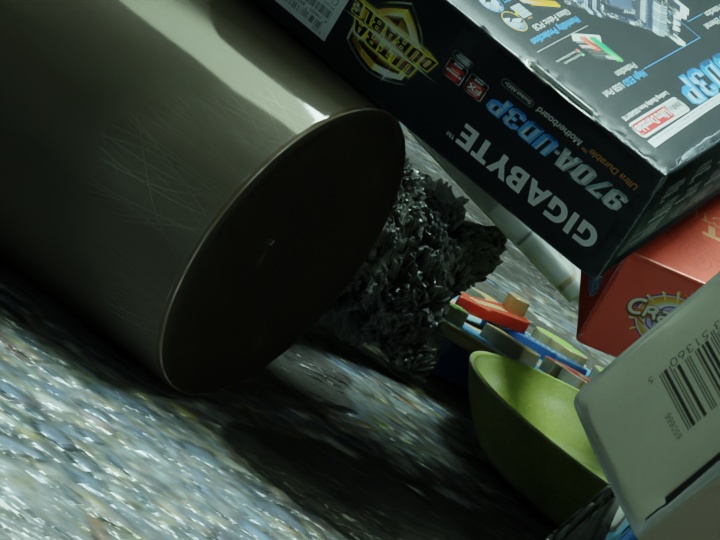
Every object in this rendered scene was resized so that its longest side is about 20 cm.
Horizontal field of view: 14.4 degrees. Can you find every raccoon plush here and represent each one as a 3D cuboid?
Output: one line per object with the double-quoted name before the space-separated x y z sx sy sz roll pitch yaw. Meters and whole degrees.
"raccoon plush" 0.000 0.000 1.104 0.134 0.097 0.200 37 14 -16

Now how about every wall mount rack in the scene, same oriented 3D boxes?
"wall mount rack" 0.077 -0.065 1.195 0.200 0.074 0.174 47 14 -16

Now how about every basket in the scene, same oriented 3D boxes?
"basket" -0.094 -0.063 0.936 0.200 0.136 0.180 39 9 24

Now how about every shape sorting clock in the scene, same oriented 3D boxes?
"shape sorting clock" 0.063 0.029 1.301 0.199 0.039 0.200 32 8 -5

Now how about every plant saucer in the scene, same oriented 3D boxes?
"plant saucer" 0.120 0.098 1.123 0.199 0.031 0.200 32 8 -5

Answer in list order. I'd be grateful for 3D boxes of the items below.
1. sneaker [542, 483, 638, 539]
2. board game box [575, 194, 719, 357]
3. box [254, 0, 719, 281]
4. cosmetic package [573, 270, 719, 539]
"sneaker" 0.132 0.105 0.947 0.199 0.078 0.090 1 54 -49
"board game box" 0.155 -0.016 1.017 0.152 0.040 0.200 22 32 -9
"box" 0.069 -0.088 0.953 0.159 0.046 0.200 40 31 12
"cosmetic package" 0.168 0.079 0.868 0.200 0.105 0.071 39 17 -32
